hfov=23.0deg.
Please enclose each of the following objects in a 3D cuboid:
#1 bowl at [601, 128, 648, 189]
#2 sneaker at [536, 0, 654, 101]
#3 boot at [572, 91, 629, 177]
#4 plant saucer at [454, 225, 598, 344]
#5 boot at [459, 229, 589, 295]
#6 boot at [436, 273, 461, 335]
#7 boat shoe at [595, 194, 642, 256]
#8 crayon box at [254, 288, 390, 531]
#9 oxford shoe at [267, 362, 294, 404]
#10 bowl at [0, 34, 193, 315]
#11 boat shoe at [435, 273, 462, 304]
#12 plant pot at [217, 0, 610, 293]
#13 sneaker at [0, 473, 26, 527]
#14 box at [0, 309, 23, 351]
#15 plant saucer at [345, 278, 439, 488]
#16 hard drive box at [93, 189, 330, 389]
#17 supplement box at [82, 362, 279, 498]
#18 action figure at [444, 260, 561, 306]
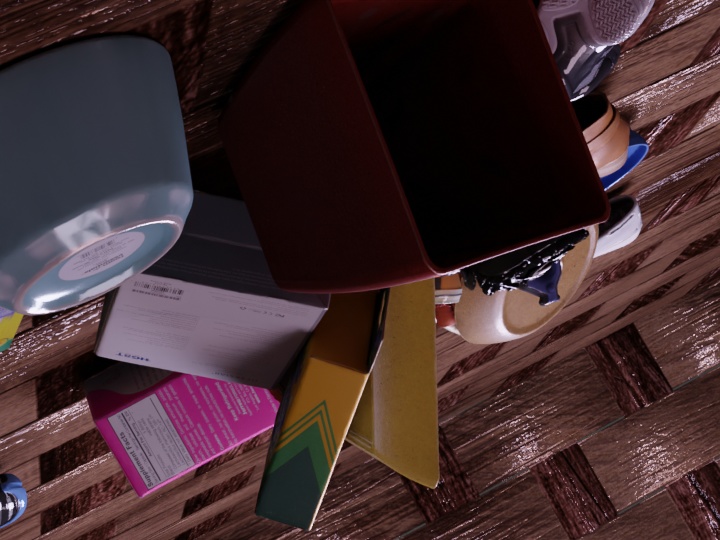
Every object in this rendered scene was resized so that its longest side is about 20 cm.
[{"bbox_3d":[0.222,-0.101,1.954,0.201,0.039,0.201,-28,168,-6],"label":"bowl"},{"bbox_3d":[0.180,-0.198,1.391,0.200,0.075,0.114,-51,173,33],"label":"sneaker"},{"bbox_3d":[0.173,-0.105,1.751,0.200,0.077,0.155,-21,162,8],"label":"boot"},{"bbox_3d":[0.174,-0.003,1.745,0.200,0.035,0.200,-34,145,-29],"label":"plant saucer"},{"bbox_3d":[0.141,-0.086,1.526,0.198,0.163,0.073,-33,165,13],"label":"boot"},{"bbox_3d":[0.085,-0.004,1.750,0.075,0.107,0.200,1,156,36],"label":"boot"},{"bbox_3d":[0.275,-0.038,2.287,0.200,0.072,0.069,-22,146,-5],"label":"boat shoe"},{"bbox_3d":[-0.029,0.091,1.414,0.126,0.052,0.200,-80,-171,-57],"label":"crayon box"},{"bbox_3d":[-0.066,0.057,1.545,0.073,0.200,0.071,-31,180,-1],"label":"oxford shoe"},{"bbox_3d":[-0.183,-0.045,1.084,0.201,0.105,0.201,-27,167,-7],"label":"bowl"},{"bbox_3d":[0.000,0.000,1.695,0.200,0.062,0.075,1,-177,18],"label":"boat shoe"},{"bbox_3d":[0.019,-0.085,1.225,0.200,0.200,0.176,-17,176,-46],"label":"plant pot"},{"bbox_3d":[-0.452,0.286,1.925,0.200,0.071,0.083,-39,160,19],"label":"sneaker"},{"bbox_3d":[-0.300,0.032,1.267,0.117,0.048,0.200,-23,168,-27],"label":"box"},{"bbox_3d":[0.004,0.075,1.543,0.048,0.200,0.200,-7,-169,-22],"label":"plant saucer"},{"bbox_3d":[-0.117,0.017,1.381,0.156,0.077,0.200,12,156,-11],"label":"hard drive box"},{"bbox_3d":[-0.160,0.120,1.744,0.200,0.103,0.101,-27,-157,-5],"label":"supplement box"},{"bbox_3d":[0.122,-0.068,1.626,0.193,0.200,0.105,2,178,-7],"label":"action figure"}]
